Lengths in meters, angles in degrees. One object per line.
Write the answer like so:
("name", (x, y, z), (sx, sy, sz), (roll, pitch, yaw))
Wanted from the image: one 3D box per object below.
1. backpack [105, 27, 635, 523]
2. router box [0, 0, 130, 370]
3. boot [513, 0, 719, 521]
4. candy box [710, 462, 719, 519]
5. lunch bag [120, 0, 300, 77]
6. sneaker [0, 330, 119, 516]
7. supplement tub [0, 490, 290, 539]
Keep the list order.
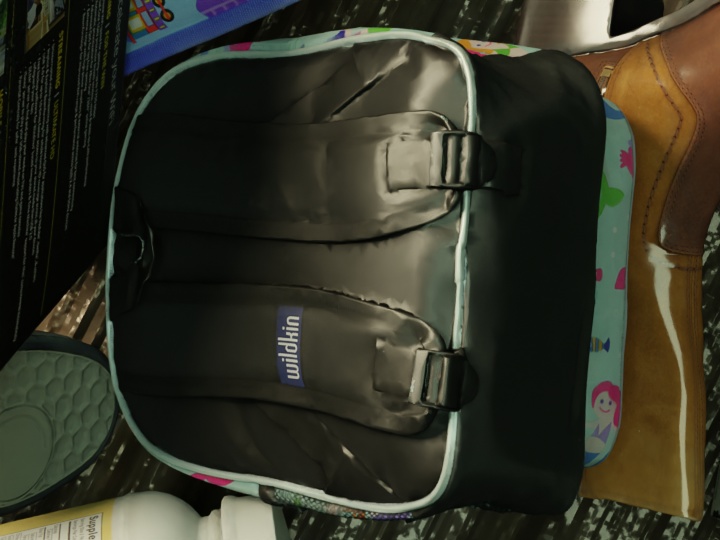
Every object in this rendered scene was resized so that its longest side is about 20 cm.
("backpack", (0.000, 0.000, 0.879), (0.199, 0.150, 0.179), (2, 88, 40))
("router box", (-0.132, -0.056, 0.827), (0.051, 0.149, 0.201), (19, 127, 12))
("boot", (0.124, -0.007, 0.891), (0.188, 0.068, 0.201), (5, 87, 33))
("candy box", (0.248, 0.051, 0.928), (0.199, 0.061, 0.137), (11, 89, 2))
("lunch bag", (-0.113, -0.149, 0.919), (0.199, 0.094, 0.151), (-20, 99, 25))
("sneaker", (-0.208, 0.049, 0.926), (0.202, 0.146, 0.077), (-12, 114, -39))
("supplement tub", (-0.116, 0.164, 0.887), (0.199, 0.145, 0.146), (-13, 89, 0))
